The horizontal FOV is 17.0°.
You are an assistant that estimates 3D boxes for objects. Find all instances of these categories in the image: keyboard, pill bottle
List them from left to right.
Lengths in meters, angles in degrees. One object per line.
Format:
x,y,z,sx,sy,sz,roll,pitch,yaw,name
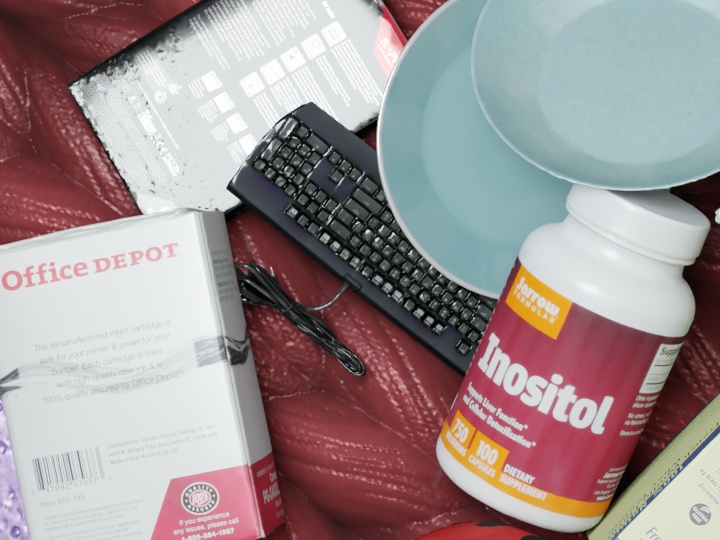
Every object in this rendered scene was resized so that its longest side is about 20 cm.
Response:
0.000,0.000,1.492,0.200,0.021,0.127,38,96,-11,keyboard
0.131,0.045,1.442,0.112,0.113,0.201,23,105,4,pill bottle

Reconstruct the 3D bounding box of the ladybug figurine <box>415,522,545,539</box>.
0.084,0.197,1.421,0.135,0.200,0.072,37,73,-16,ladybug figurine

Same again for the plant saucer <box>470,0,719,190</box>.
0.166,-0.122,1.430,0.199,0.039,0.202,-5,58,8,plant saucer

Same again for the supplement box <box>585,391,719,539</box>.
0.248,0.138,1.409,0.134,0.200,0.200,44,91,4,supplement box

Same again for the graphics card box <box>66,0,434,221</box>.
-0.069,-0.114,1.509,0.199,0.051,0.126,-32,89,1,graphics card box

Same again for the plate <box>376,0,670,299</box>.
0.102,-0.082,1.489,0.199,0.026,0.202,-1,95,-16,plate

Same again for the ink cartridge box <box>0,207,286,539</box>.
-0.137,0.071,1.452,0.144,0.083,0.202,-11,90,10,ink cartridge box

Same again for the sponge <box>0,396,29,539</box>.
-0.184,0.141,1.520,0.199,0.030,0.112,12,90,2,sponge

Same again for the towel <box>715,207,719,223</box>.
0.309,-0.073,1.406,0.048,0.199,0.172,46,113,34,towel
